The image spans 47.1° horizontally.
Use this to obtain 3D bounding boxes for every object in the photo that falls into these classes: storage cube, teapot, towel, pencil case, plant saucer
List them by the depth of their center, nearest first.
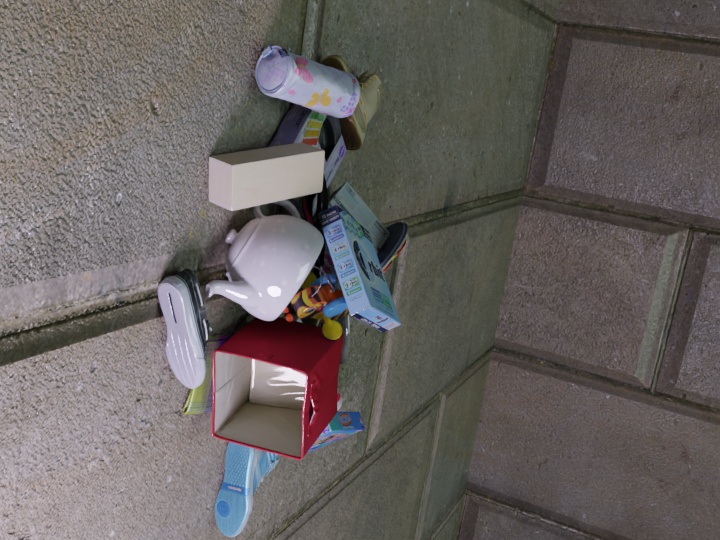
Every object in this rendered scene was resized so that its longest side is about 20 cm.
[{"bbox_3d":[-0.163,-0.025,1.412,0.198,0.145,0.200,-56,-172,2],"label":"teapot"},{"bbox_3d":[-0.089,-0.323,1.420,0.199,0.091,0.083,8,135,-50],"label":"pencil case"},{"bbox_3d":[-0.145,0.198,1.460,0.180,0.198,0.173,-42,140,-63],"label":"storage cube"},{"bbox_3d":[-0.245,0.182,1.488,0.200,0.023,0.145,1,103,-66],"label":"towel"},{"bbox_3d":[-0.066,0.097,1.746,0.200,0.050,0.202,178,-90,-77],"label":"plant saucer"}]

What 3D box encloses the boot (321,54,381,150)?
[{"bbox_3d":[-0.016,-0.364,1.645,0.156,0.072,0.201,-64,145,-41],"label":"boot"}]

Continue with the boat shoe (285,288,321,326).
[{"bbox_3d":[-0.118,0.124,1.703,0.065,0.073,0.202,-25,136,-68],"label":"boat shoe"}]

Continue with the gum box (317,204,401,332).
[{"bbox_3d":[0.000,0.000,1.507,0.170,0.044,0.202,34,34,-64],"label":"gum box"}]

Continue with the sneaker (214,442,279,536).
[{"bbox_3d":[-0.214,0.415,1.625,0.130,0.079,0.202,2,102,-66],"label":"sneaker"}]

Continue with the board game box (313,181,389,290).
[{"bbox_3d":[-0.035,-0.066,1.662,0.148,0.064,0.200,49,36,-10],"label":"board game box"}]

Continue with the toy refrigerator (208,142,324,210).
[{"bbox_3d":[-0.156,-0.160,1.375,0.199,0.070,0.077,-19,122,-44],"label":"toy refrigerator"}]

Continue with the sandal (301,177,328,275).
[{"bbox_3d":[-0.087,-0.092,1.524,0.075,0.045,0.202,62,30,-73],"label":"sandal"}]

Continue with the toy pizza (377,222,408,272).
[{"bbox_3d":[0.033,-0.021,1.745,0.032,0.200,0.201,43,52,-16],"label":"toy pizza"}]

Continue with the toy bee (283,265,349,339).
[{"bbox_3d":[-0.084,0.051,1.451,0.108,0.131,0.200,-29,139,3],"label":"toy bee"}]

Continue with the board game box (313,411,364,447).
[{"bbox_3d":[-0.095,0.351,1.784,0.200,0.151,0.045,24,43,-68],"label":"board game box"}]

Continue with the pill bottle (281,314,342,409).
[{"bbox_3d":[-0.119,0.192,1.612,0.111,0.110,0.202,-42,114,-53],"label":"pill bottle"}]

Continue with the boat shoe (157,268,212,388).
[{"bbox_3d":[-0.267,0.093,1.315,0.071,0.072,0.202,-39,136,-49],"label":"boat shoe"}]

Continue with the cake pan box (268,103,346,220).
[{"bbox_3d":[-0.100,-0.220,1.558,0.185,0.052,0.201,72,38,-55],"label":"cake pan box"}]
